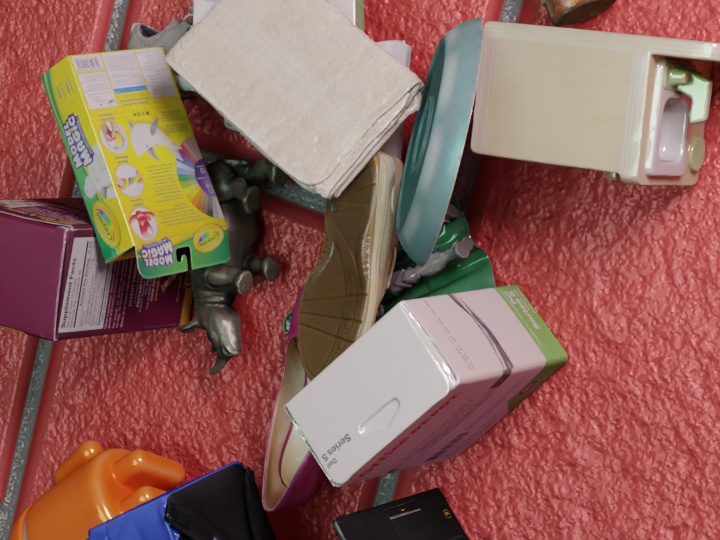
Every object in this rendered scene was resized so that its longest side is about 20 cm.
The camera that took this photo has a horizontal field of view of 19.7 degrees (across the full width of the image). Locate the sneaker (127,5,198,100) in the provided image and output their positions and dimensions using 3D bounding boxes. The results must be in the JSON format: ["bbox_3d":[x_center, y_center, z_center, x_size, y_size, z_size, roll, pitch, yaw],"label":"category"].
[{"bbox_3d":[-0.137,-0.198,1.840,0.199,0.075,0.083,-5,91,32],"label":"sneaker"}]

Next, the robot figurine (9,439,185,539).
[{"bbox_3d":[-0.245,0.240,1.908,0.200,0.117,0.144,-37,90,26],"label":"robot figurine"}]

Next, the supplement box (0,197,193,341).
[{"bbox_3d":[-0.251,-0.005,1.848,0.130,0.200,0.104,14,99,31],"label":"supplement box"}]

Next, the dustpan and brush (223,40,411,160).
[{"bbox_3d":[-0.042,-0.131,1.807,0.199,0.057,0.141,4,86,24],"label":"dustpan and brush"}]

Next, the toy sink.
[{"bbox_3d":[0.205,-0.126,1.607,0.199,0.130,0.113,9,97,29],"label":"toy sink"}]

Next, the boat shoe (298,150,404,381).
[{"bbox_3d":[0.000,0.000,1.712,0.072,0.065,0.202,8,89,37],"label":"boat shoe"}]

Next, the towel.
[{"bbox_3d":[-0.053,-0.160,1.700,0.200,0.034,0.133,43,90,20],"label":"towel"}]

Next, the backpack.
[{"bbox_3d":[-0.141,0.288,1.761,0.167,0.162,0.201,-26,88,32],"label":"backpack"}]

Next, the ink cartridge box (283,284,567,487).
[{"bbox_3d":[0.055,0.091,1.667,0.145,0.200,0.084,-43,72,25],"label":"ink cartridge box"}]

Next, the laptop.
[{"bbox_3d":[0.102,0.250,1.661,0.103,0.177,0.201,-38,74,26],"label":"laptop"}]

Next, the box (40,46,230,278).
[{"bbox_3d":[-0.189,-0.089,1.782,0.048,0.117,0.201,-29,79,41],"label":"box"}]

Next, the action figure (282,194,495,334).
[{"bbox_3d":[0.009,0.008,1.778,0.199,0.055,0.119,-32,75,31],"label":"action figure"}]

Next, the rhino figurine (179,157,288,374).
[{"bbox_3d":[-0.119,-0.005,1.849,0.087,0.060,0.202,16,103,42],"label":"rhino figurine"}]

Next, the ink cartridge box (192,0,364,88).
[{"bbox_3d":[-0.069,-0.250,1.766,0.144,0.048,0.202,-2,80,11],"label":"ink cartridge box"}]

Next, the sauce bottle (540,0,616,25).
[{"bbox_3d":[0.148,-0.300,1.668,0.066,0.066,0.201,-25,82,30],"label":"sauce bottle"}]

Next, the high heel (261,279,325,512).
[{"bbox_3d":[-0.052,0.107,1.763,0.067,0.096,0.201,21,121,24],"label":"high heel"}]

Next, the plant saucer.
[{"bbox_3d":[0.059,-0.104,1.635,0.027,0.200,0.202,12,101,-5],"label":"plant saucer"}]
